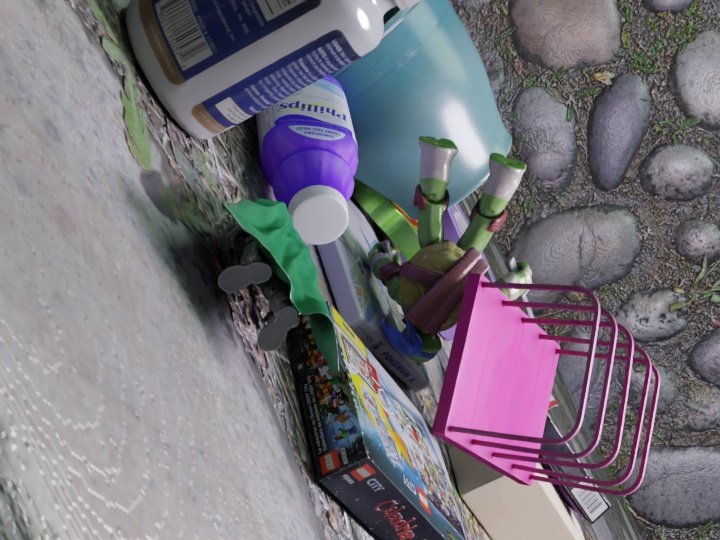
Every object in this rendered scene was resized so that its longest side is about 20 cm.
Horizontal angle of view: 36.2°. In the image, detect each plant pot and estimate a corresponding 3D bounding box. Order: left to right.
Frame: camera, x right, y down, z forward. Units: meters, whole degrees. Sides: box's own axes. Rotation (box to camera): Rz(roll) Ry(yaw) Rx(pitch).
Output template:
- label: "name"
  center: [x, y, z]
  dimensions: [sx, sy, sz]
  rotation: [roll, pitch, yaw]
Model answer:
- label: "plant pot"
  center: [0.046, -0.161, 1.104]
  dimensions: [0.188, 0.199, 0.200]
  rotation: [50, 15, -17]

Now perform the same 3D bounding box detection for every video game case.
- label: "video game case"
  center: [0.000, 0.000, 1.059]
  dimensions: [0.182, 0.022, 0.202]
  rotation: [47, 21, -56]

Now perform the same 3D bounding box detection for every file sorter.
- label: "file sorter"
  center: [0.172, 0.106, 0.957]
  dimensions: [0.200, 0.124, 0.140]
  rotation: [37, 63, -53]

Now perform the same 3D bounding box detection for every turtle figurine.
- label: "turtle figurine"
  center: [0.086, -0.021, 1.030]
  dimensions: [0.143, 0.196, 0.199]
  rotation: [27, 21, 38]

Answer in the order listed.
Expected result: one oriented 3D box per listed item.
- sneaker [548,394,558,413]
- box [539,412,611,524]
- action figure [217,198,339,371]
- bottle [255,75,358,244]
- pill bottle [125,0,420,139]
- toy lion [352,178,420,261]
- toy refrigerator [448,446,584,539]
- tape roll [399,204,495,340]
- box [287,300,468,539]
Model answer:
- label: "sneaker"
  center: [0.265, 0.170, 1.772]
  dimensions: [0.113, 0.071, 0.200]
  rotation: [57, 20, -11]
- label: "box"
  center: [0.184, 0.189, 1.235]
  dimensions: [0.143, 0.036, 0.200]
  rotation: [54, -8, -20]
- label: "action figure"
  center: [-0.057, -0.004, 0.727]
  dimensions: [0.119, 0.054, 0.200]
  rotation: [60, 5, -11]
- label: "bottle"
  center: [-0.044, -0.099, 0.923]
  dimensions: [0.201, 0.083, 0.066]
  rotation: [-101, -159, -52]
- label: "pill bottle"
  center: [-0.053, -0.184, 0.765]
  dimensions: [0.112, 0.198, 0.111]
  rotation: [59, 12, -21]
- label: "toy lion"
  center: [0.040, -0.057, 1.224]
  dimensions: [0.192, 0.069, 0.201]
  rotation: [40, 13, -51]
- label: "toy refrigerator"
  center: [0.169, 0.248, 1.148]
  dimensions: [0.201, 0.075, 0.070]
  rotation: [55, 14, -37]
- label: "tape roll"
  center: [0.111, -0.016, 1.445]
  dimensions: [0.201, 0.084, 0.200]
  rotation: [59, 13, -22]
- label: "box"
  center: [0.018, 0.132, 0.801]
  dimensions: [0.200, 0.037, 0.137]
  rotation: [53, 15, -45]
